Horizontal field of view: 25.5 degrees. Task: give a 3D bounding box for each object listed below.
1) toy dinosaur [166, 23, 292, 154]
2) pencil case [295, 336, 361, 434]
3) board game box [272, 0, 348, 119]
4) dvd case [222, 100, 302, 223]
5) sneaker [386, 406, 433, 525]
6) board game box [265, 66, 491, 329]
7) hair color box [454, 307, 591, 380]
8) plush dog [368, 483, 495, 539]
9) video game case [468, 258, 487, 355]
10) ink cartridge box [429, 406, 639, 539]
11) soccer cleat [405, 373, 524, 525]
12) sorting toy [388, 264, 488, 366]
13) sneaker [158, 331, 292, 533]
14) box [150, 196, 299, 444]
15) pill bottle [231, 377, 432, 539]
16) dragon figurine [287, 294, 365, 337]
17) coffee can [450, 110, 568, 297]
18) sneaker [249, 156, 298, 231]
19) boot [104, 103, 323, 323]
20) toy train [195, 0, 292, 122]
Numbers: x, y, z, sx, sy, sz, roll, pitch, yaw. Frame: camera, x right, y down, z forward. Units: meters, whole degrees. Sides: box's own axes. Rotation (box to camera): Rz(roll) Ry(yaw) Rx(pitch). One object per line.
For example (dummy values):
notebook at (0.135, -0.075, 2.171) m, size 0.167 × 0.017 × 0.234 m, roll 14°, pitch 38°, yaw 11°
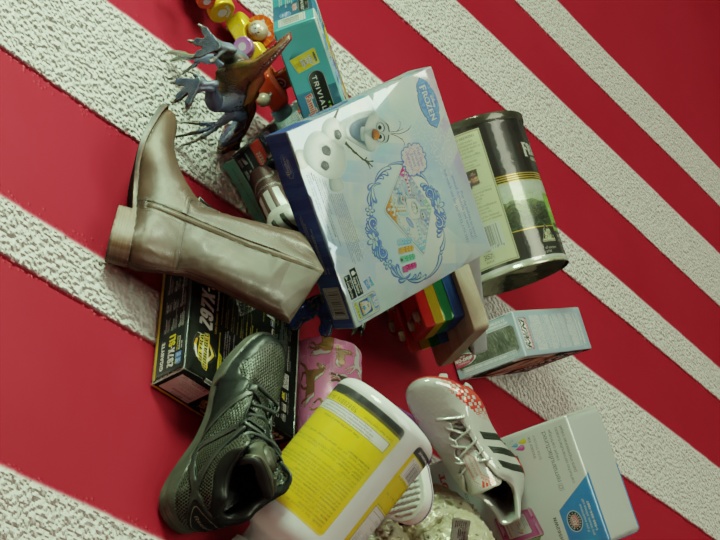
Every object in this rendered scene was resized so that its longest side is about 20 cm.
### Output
toy dinosaur at (-0.126, -0.168, 1.604) m, size 0.181 × 0.198 × 0.106 m, roll 27°, pitch 72°, yaw -62°
pencil case at (-0.034, 0.167, 1.586) m, size 0.086 × 0.082 × 0.202 m, roll 37°, pitch 40°, yaw -46°
board game box at (-0.037, -0.178, 1.645) m, size 0.151 × 0.046 × 0.202 m, roll -98°, pitch 169°, yaw -68°
dvd case at (-0.071, -0.095, 1.771) m, size 0.147 × 0.022 × 0.200 m, roll 59°, pitch 32°, yaw -13°
sneaker at (0.049, 0.193, 1.635) m, size 0.114 × 0.073 × 0.201 m, roll 29°, pitch 19°, yaw -38°
board game box at (0.022, -0.074, 1.570) m, size 0.198 × 0.043 × 0.202 m, roll -27°, pitch 104°, yaw -35°
hair color box at (0.202, 0.091, 2.006) m, size 0.199 × 0.098 × 0.061 m, roll 0°, pitch 70°, yaw -58°
plush dog at (0.092, 0.289, 1.668) m, size 0.201 × 0.160 × 0.172 m, roll 55°, pitch 7°, yaw -20°
video game case at (0.092, -0.033, 1.801) m, size 0.183 × 0.022 × 0.202 m, roll -124°, pitch -159°, yaw -54°
ink cartridge box at (0.187, 0.254, 1.771) m, size 0.084 × 0.199 × 0.146 m, roll -6°, pitch 74°, yaw -55°
soccer cleat at (0.113, 0.186, 1.657) m, size 0.200 × 0.068 × 0.086 m, roll 51°, pitch 23°, yaw -33°
sorting toy at (0.059, 0.000, 1.780) m, size 0.199 × 0.069 × 0.202 m, roll 121°, pitch -49°, yaw -73°
sneaker at (-0.094, 0.144, 1.418) m, size 0.076 × 0.113 × 0.201 m, roll 48°, pitch 54°, yaw -32°
box at (-0.126, 0.053, 1.550) m, size 0.159 × 0.049 × 0.202 m, roll 35°, pitch 42°, yaw -39°
pill bottle at (-0.034, 0.206, 1.450) m, size 0.200 × 0.112 × 0.112 m, roll -50°, pitch 120°, yaw -13°
dragon figurine at (0.000, 0.000, 1.625) m, size 0.201 × 0.059 × 0.100 m, roll -53°, pitch 163°, yaw -20°
coffee can at (0.166, -0.082, 2.022) m, size 0.146 × 0.145 × 0.202 m, roll 1°, pitch 70°, yaw -58°
sneaker at (-0.053, -0.072, 1.697) m, size 0.116 × 0.075 × 0.200 m, roll 61°, pitch 15°, yaw 23°
boot at (-0.125, -0.054, 1.504) m, size 0.198 × 0.064 × 0.188 m, roll 15°, pitch 61°, yaw -5°
toy train at (-0.125, -0.264, 1.718) m, size 0.201 × 0.055 × 0.150 m, roll 54°, pitch 9°, yaw -18°
